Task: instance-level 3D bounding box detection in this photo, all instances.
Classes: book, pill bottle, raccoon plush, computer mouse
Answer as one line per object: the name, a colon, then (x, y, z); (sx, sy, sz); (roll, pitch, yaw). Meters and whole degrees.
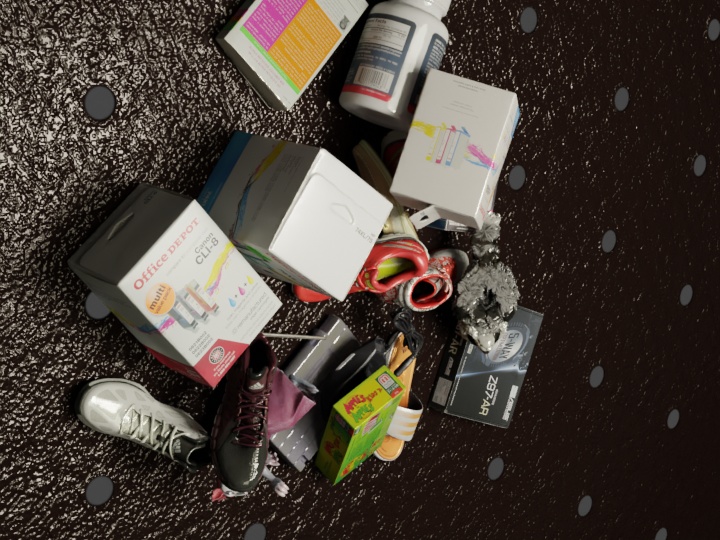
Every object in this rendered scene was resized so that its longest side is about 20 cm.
book: (-0.088, -0.333, 1.576); (0.200, 0.048, 0.134); (-53, 126, -18)
pill bottle: (0.056, -0.307, 1.652); (0.119, 0.119, 0.201); (22, 86, -40)
raccoon plush: (0.202, 0.025, 1.823); (0.134, 0.096, 0.201); (77, 30, -73)
computer mouse: (0.011, 0.144, 1.739); (0.200, 0.046, 0.141); (-51, 151, -8)

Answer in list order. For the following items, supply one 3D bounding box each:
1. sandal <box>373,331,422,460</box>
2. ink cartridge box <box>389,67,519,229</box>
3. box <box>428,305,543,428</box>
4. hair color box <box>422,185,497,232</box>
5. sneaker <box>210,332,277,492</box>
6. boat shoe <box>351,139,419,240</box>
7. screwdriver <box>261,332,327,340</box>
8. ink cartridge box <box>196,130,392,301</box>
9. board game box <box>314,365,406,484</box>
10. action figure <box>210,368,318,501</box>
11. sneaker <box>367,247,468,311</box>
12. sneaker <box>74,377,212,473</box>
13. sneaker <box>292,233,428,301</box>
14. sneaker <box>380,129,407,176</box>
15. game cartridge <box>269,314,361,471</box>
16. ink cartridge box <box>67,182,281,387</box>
sandal: (0.061, 0.197, 1.820); (0.079, 0.059, 0.209); (3, 99, -39)
ink cartridge box: (0.126, -0.150, 1.612); (0.129, 0.124, 0.202); (27, 81, -79)
box: (0.206, 0.146, 1.937); (0.160, 0.043, 0.202); (20, 88, -40)
hair color box: (0.160, -0.161, 1.813); (0.099, 0.060, 0.202); (3, 98, -40)
sneaker: (-0.144, 0.171, 1.493); (0.075, 0.116, 0.202); (6, 69, -12)
boat shoe: (0.027, -0.091, 1.713); (0.066, 0.074, 0.201); (-27, 113, -5)
screwdriver: (-0.133, 0.088, 1.648); (0.199, 0.029, 0.028); (4, 101, -38)
ink cartridge box: (-0.093, -0.073, 1.533); (0.146, 0.199, 0.147); (36, 78, -39)
board game box: (-0.003, 0.225, 1.707); (0.101, 0.048, 0.200); (-35, 160, -28)
action figure: (-0.148, 0.218, 1.582); (0.149, 0.134, 0.201); (39, 74, -14)
sneaker: (0.115, 0.016, 1.788); (0.200, 0.108, 0.068); (-12, 108, -37)
sneaker: (-0.262, 0.198, 1.517); (0.200, 0.115, 0.076); (28, 83, -40)
sneaker: (0.000, 0.000, 1.663); (0.198, 0.085, 0.078); (-17, 118, -4)
sneaker: (0.130, -0.173, 1.713); (0.077, 0.198, 0.086); (48, 29, -68)
game cartridge: (-0.068, 0.177, 1.727); (0.200, 0.038, 0.130); (-51, 123, -18)
ink cartridge box: (-0.231, 0.016, 1.478); (0.146, 0.144, 0.200); (-50, 126, -18)
